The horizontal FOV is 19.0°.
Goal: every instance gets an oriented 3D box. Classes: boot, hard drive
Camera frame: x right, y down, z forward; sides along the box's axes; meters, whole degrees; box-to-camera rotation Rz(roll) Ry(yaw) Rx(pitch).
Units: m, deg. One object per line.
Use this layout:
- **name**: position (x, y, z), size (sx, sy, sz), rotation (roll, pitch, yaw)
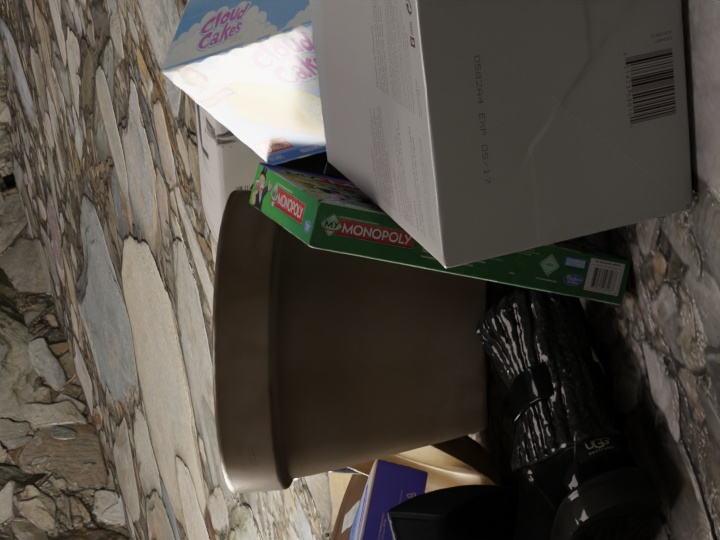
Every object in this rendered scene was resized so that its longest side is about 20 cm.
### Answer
- **boot**: position (0.119, 0.118, 1.358), size (0.212, 0.079, 0.159), rotation (110, 142, -55)
- **hard drive**: position (0.085, 0.208, 1.439), size (0.200, 0.042, 0.136), rotation (4, -110, -66)

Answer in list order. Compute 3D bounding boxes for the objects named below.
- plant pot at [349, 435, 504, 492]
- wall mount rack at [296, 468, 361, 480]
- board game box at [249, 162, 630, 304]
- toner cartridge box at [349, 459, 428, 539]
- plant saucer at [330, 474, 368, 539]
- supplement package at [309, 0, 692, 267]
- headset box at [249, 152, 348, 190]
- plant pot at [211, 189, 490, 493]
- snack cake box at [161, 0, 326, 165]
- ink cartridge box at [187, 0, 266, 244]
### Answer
- **plant pot**: position (0.018, 0.124, 1.593), size (0.200, 0.199, 0.028), rotation (135, 158, -72)
- **wall mount rack**: position (-0.022, 0.071, 1.796), size (0.174, 0.074, 0.201), rotation (55, 133, 49)
- **board game box**: position (0.045, -0.022, 1.293), size (0.135, 0.198, 0.029), rotation (-144, 66, -68)
- **toner cartridge box**: position (0.005, 0.244, 1.545), size (0.095, 0.043, 0.201), rotation (109, 176, -48)
- **plant saucer**: position (0.004, 0.233, 1.805), size (0.200, 0.029, 0.202), rotation (-165, 90, -80)
- **supplement package**: position (0.072, -0.118, 1.199), size (0.200, 0.149, 0.153), rotation (-135, 35, -63)
- **headset box**: position (0.000, 0.000, 1.556), size (0.075, 0.147, 0.201), rotation (-56, -24, -43)
- **plant pot**: position (-0.001, 0.047, 1.423), size (0.200, 0.172, 0.202), rotation (0, -90, -84)
- **snack cake box**: position (-0.024, -0.144, 1.428), size (0.199, 0.115, 0.068), rotation (-11, 50, 46)
- **ink cartridge box**: position (-0.052, -0.124, 1.659), size (0.085, 0.144, 0.201), rotation (-118, 21, -48)
